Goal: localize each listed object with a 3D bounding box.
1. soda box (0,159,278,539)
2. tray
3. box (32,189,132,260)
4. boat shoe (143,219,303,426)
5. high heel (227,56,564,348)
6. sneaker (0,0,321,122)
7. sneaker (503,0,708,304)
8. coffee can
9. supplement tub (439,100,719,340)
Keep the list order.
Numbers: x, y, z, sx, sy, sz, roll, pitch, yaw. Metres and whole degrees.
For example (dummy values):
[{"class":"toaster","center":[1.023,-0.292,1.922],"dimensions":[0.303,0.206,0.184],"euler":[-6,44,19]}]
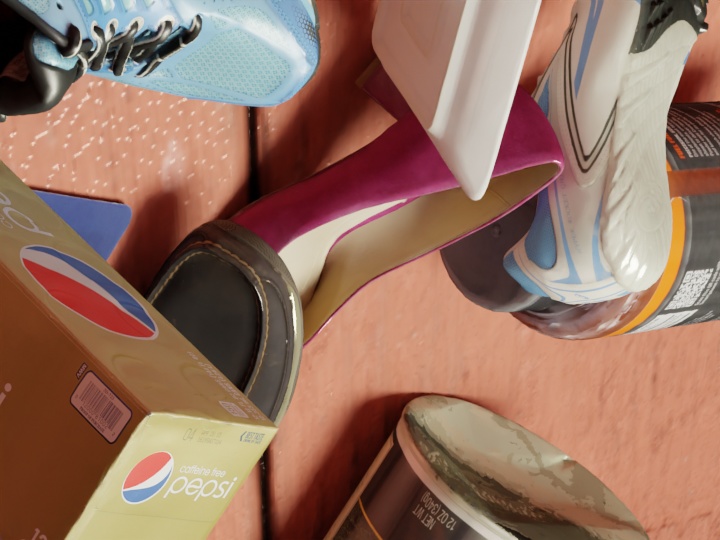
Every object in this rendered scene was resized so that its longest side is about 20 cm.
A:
[{"class":"soda box","center":[-0.122,0.012,0.781],"dimensions":[0.064,0.200,0.068],"euler":[-56,149,14]},{"class":"tray","center":[0.041,-0.136,0.909],"dimensions":[0.022,0.108,0.201],"euler":[-1,125,-23]},{"class":"box","center":[-0.164,0.058,0.948],"dimensions":[0.121,0.032,0.200],"euler":[8,118,-54]},{"class":"boat shoe","center":[-0.081,0.073,1.005],"dimensions":[0.073,0.074,0.201],"euler":[-47,162,-58]},{"class":"high heel","center":[0.000,0.000,1.012],"dimensions":[0.200,0.096,0.067],"euler":[-50,141,9]},{"class":"sneaker","center":[-0.098,-0.075,0.770],"dimensions":[0.199,0.090,0.078],"euler":[11,138,-34]},{"class":"sneaker","center":[0.100,-0.081,1.032],"dimensions":[0.072,0.072,0.201],"euler":[44,51,-50]},{"class":"coffee can","center":[0.032,0.184,1.224],"dimensions":[0.146,0.146,0.200],"euler":[7,120,-54]},{"class":"supplement tub","center":[0.124,-0.024,1.140],"dimensions":[0.200,0.107,0.107],"euler":[-5,130,-48]}]
